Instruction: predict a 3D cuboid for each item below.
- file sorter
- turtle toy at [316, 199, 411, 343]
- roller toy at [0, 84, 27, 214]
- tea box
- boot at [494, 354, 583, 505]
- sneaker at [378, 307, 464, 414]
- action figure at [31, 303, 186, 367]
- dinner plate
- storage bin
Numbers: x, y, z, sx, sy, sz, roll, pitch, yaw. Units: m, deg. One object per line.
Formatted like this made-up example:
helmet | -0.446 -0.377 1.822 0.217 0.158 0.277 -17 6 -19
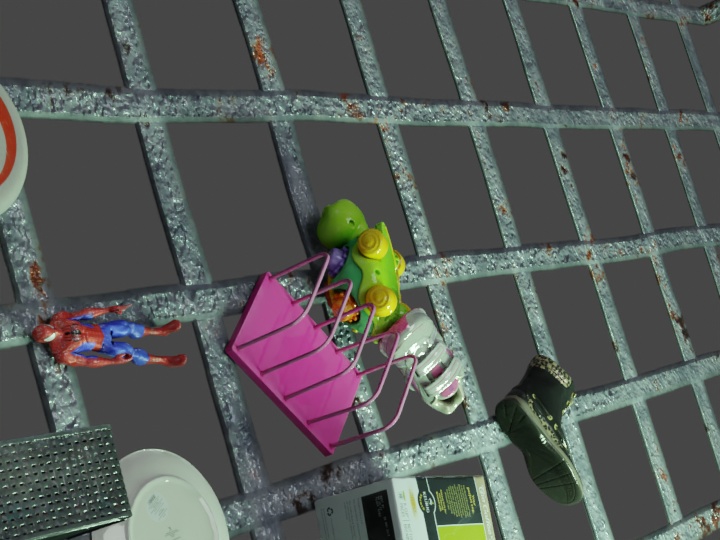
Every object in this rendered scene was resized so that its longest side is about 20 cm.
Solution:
file sorter | -0.039 0.099 1.789 0.200 0.125 0.140 49 40 -24
turtle toy | 0.000 0.000 1.909 0.146 0.100 0.202 46 33 -70
roller toy | -0.420 -0.115 1.398 0.182 0.139 0.201 39 46 -33
tea box | 0.067 0.363 1.781 0.196 0.133 0.202 10 65 -49
boot | 0.289 0.237 2.190 0.201 0.073 0.151 53 38 -11
sneaker | 0.093 0.122 1.915 0.088 0.081 0.200 42 -6 35
action figure | -0.272 0.073 1.572 0.199 0.051 0.066 6 71 -48
dinner plate | -0.206 0.289 1.564 0.199 0.024 0.202 29 50 -41
storage bin | -0.327 0.213 1.348 0.199 0.135 0.095 -5 76 -53
